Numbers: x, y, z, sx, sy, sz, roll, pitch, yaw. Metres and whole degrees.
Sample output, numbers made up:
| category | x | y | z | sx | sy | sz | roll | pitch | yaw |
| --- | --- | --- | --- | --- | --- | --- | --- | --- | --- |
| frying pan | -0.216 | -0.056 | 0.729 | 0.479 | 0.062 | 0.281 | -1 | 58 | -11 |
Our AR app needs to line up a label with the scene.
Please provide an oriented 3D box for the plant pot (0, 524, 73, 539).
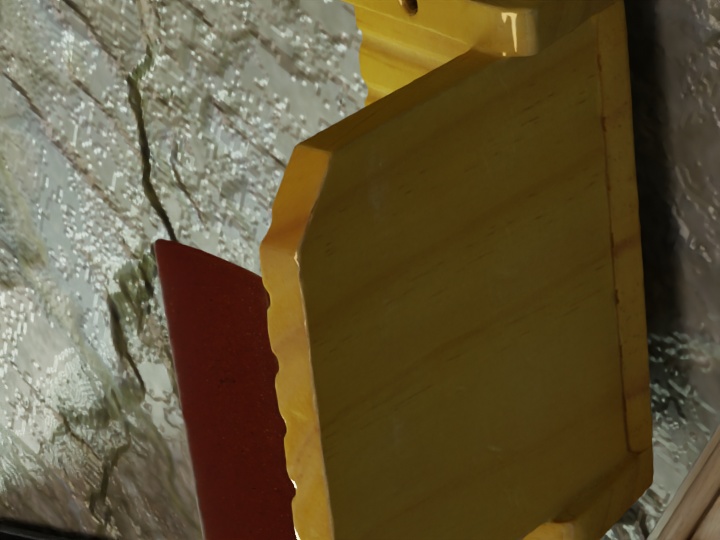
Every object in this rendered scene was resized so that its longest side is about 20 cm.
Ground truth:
| category | x | y | z | sx | sy | sz | roll | pitch | yaw |
| --- | --- | --- | --- | --- | --- | --- | --- | --- | --- |
| plant pot | -0.169 | 0.260 | 1.314 | 0.200 | 0.199 | 0.178 | 3 | 127 | 48 |

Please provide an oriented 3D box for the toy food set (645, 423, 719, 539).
| category | x | y | z | sx | sy | sz | roll | pitch | yaw |
| --- | --- | --- | --- | --- | --- | --- | --- | --- | --- |
| toy food set | 0.147 | 0.139 | 0.960 | 0.144 | 0.060 | 0.200 | 45 | 140 | 19 |

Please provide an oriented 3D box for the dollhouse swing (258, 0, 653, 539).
| category | x | y | z | sx | sy | sz | roll | pitch | yaw |
| --- | --- | --- | --- | --- | --- | --- | --- | --- | --- |
| dollhouse swing | 0.000 | 0.000 | 0.919 | 0.181 | 0.175 | 0.201 | 24 | 129 | 49 |

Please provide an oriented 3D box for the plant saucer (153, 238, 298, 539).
| category | x | y | z | sx | sy | sz | roll | pitch | yaw |
| --- | --- | --- | --- | --- | --- | --- | --- | --- | --- |
| plant saucer | -0.009 | 0.109 | 0.991 | 0.200 | 0.037 | 0.200 | 58 | -166 | -46 |
